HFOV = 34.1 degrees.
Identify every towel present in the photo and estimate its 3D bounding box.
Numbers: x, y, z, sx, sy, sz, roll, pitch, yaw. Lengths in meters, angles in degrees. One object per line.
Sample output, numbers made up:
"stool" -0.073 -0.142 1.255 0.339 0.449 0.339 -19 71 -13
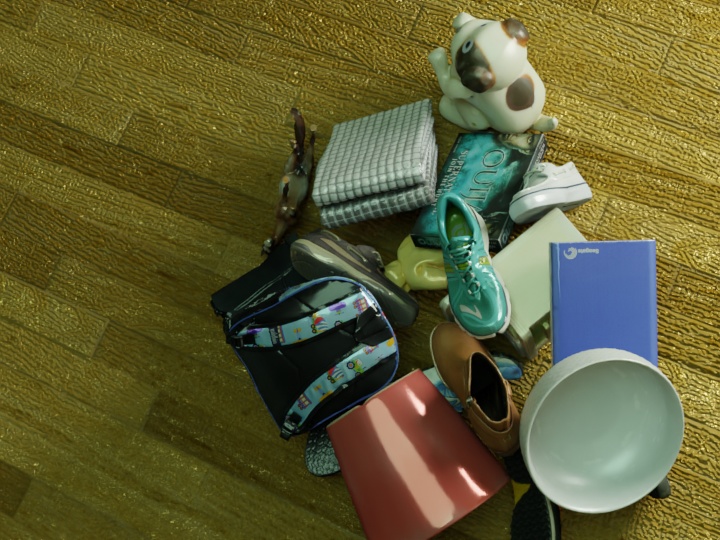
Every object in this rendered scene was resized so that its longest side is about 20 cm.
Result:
"towel" 0.026 -0.144 1.636 0.164 0.086 0.201 -14 31 17

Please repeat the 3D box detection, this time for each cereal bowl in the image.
"cereal bowl" 0.279 0.182 1.401 0.197 0.083 0.203 -3 110 -9

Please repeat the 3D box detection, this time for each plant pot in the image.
"plant pot" 0.060 0.234 1.466 0.199 0.200 0.179 -31 83 2

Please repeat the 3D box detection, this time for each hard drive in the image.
"hard drive" 0.301 0.065 1.457 0.130 0.025 0.203 -1 91 -1

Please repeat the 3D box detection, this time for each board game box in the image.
"board game box" 0.164 -0.110 1.605 0.134 0.028 0.201 4 51 31

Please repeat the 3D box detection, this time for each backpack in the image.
"backpack" -0.047 0.093 1.524 0.198 0.135 0.184 -29 96 16

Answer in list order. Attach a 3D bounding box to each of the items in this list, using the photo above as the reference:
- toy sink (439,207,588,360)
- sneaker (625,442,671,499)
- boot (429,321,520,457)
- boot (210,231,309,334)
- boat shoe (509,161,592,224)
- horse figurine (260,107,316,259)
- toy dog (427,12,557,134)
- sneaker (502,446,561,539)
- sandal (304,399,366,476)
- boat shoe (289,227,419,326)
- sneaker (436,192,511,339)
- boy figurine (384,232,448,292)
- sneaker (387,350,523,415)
"toy sink" 0.220 0.038 1.545 0.199 0.130 0.112 -38 68 -1
"sneaker" 0.315 0.213 1.497 0.113 0.076 0.201 -28 65 6
"boot" 0.135 0.128 1.438 0.076 0.156 0.202 -22 65 2
"boot" -0.102 0.065 1.644 0.168 0.076 0.201 -39 65 -2
"boat shoe" 0.241 -0.108 1.555 0.073 0.199 0.067 -28 82 29
"horse figurine" -0.098 -0.129 1.693 0.049 0.133 0.202 12 66 -3
"toy dog" 0.179 -0.266 1.612 0.139 0.200 0.194 -40 68 -1
"sneaker" 0.237 0.288 1.485 0.070 0.089 0.203 -24 65 46
"sandal" -0.016 0.195 1.606 0.074 0.045 0.202 17 63 12
"boat shoe" 0.000 0.000 1.573 0.199 0.075 0.073 32 58 14
"sneaker" 0.131 -0.007 1.469 0.077 0.080 0.202 -21 61 10
"boy figurine" 0.099 -0.012 1.619 0.199 0.065 0.125 -35 43 3
"sneaker" 0.126 0.166 1.571 0.198 0.078 0.091 -19 88 11
